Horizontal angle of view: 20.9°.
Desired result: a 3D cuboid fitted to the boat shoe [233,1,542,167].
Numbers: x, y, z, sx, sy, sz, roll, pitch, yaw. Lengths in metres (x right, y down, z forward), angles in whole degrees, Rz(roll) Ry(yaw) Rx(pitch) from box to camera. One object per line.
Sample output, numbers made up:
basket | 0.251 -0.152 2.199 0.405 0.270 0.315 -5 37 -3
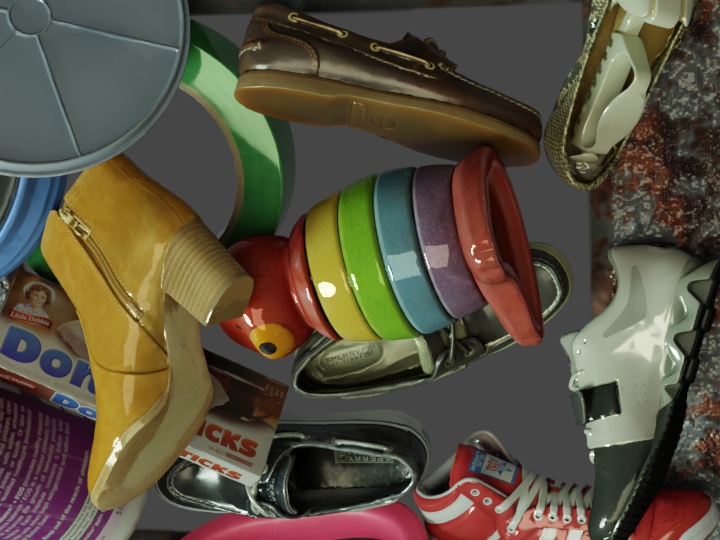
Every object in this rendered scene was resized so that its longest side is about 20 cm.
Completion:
boat shoe | 0.022 -0.119 1.228 0.199 0.070 0.071 15 69 -10

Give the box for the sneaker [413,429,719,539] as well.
sneaker | 0.132 0.155 1.311 0.199 0.071 0.113 -18 110 18

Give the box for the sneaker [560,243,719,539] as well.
sneaker | 0.166 0.079 1.263 0.088 0.074 0.201 15 85 19

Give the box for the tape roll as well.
tape roll | -0.144 -0.069 1.289 0.200 0.048 0.201 4 111 9

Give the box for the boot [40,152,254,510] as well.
boot | -0.155 0.035 1.237 0.144 0.071 0.202 40 115 26

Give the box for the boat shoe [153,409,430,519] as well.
boat shoe | -0.052 0.140 1.340 0.199 0.068 0.072 -4 110 11

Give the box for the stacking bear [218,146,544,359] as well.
stacking bear | 0.000 0.000 1.224 0.199 0.114 0.122 -15 143 15

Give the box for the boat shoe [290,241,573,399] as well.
boat shoe | 0.045 0.042 1.287 0.200 0.066 0.072 -20 106 17

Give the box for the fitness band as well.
fitness band | -0.047 0.211 1.325 0.199 0.144 0.038 -8 120 16

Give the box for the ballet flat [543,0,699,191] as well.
ballet flat | 0.167 -0.137 1.191 0.068 0.075 0.201 15 112 -11

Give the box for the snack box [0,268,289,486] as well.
snack box | -0.148 0.072 1.293 0.199 0.072 0.024 25 149 -13

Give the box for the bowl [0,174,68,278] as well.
bowl | -0.279 -0.085 1.270 0.200 0.039 0.201 3 97 30

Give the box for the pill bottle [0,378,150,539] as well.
pill bottle | -0.247 0.122 1.301 0.200 0.112 0.112 25 117 -36

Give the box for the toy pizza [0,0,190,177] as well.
toy pizza | -0.205 -0.151 1.203 0.199 0.032 0.201 3 75 -13
